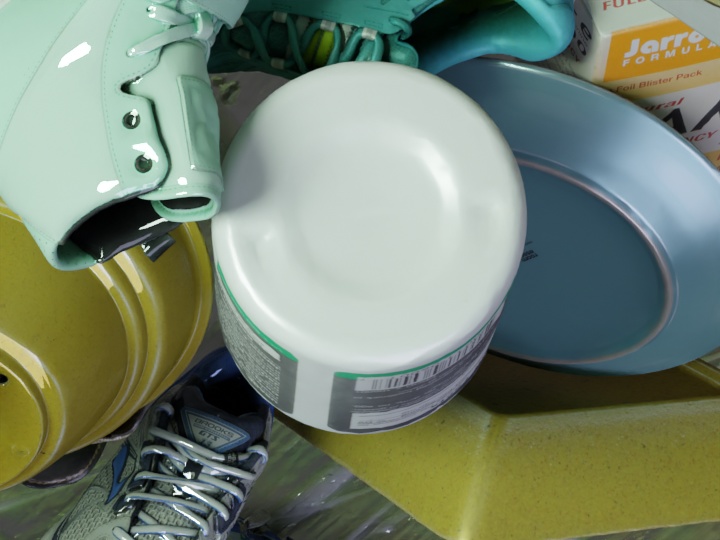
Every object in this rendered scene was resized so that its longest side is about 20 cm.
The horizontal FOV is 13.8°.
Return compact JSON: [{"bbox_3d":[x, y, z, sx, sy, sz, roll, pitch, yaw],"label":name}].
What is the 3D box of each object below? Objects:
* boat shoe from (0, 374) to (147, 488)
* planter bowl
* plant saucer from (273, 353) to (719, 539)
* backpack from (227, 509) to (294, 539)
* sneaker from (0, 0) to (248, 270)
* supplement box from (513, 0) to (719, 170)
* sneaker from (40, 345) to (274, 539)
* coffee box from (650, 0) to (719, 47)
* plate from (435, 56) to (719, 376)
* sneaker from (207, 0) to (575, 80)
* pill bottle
[{"bbox_3d":[-0.129,0.041,1.259,0.074,0.073,0.200,-13,146,-15],"label":"boat shoe"},{"bbox_3d":[-0.160,0.027,1.140,0.200,0.084,0.201,3,133,3],"label":"planter bowl"},{"bbox_3d":[0.085,0.061,1.353,0.200,0.200,0.049,-4,108,-28],"label":"plant saucer"},{"bbox_3d":[-0.086,0.189,1.455,0.163,0.154,0.200,-31,168,16],"label":"backpack"},{"bbox_3d":[-0.050,-0.084,1.031,0.200,0.118,0.074,-39,155,15],"label":"sneaker"},{"bbox_3d":[0.133,-0.073,1.257,0.126,0.074,0.200,-15,146,-13],"label":"supplement box"},{"bbox_3d":[-0.083,0.094,1.292,0.077,0.200,0.085,29,120,-5],"label":"sneaker"},{"bbox_3d":[0.151,-0.142,1.052,0.080,0.200,0.113,-48,170,-46],"label":"coffee box"},{"bbox_3d":[0.067,-0.012,1.242,0.200,0.026,0.200,16,146,11],"label":"plate"},{"bbox_3d":[-0.012,-0.100,1.125,0.200,0.080,0.078,-12,146,-16],"label":"sneaker"},{"bbox_3d":[0.000,0.000,1.132,0.113,0.113,0.200,-19,169,-7],"label":"pill bottle"}]
